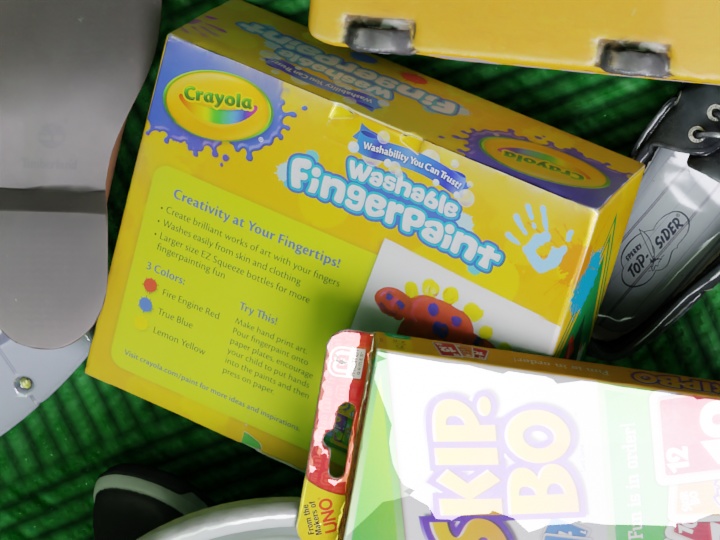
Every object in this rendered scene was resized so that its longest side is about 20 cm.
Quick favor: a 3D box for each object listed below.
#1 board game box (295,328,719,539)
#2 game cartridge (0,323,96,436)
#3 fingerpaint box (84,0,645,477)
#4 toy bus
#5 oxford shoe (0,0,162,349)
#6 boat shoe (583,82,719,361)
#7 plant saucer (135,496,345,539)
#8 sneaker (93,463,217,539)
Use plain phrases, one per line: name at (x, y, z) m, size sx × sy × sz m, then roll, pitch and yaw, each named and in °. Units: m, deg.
board game box at (0.078, 0.084, 1.163) m, size 0.199 × 0.030 × 0.096 m, roll 9°, pitch 106°, yaw -3°
game cartridge at (-0.223, 0.033, 1.305) m, size 0.199 × 0.041 × 0.133 m, roll -27°, pitch 105°, yaw 16°
fingerpaint box at (0.000, 0.000, 1.222) m, size 0.199 × 0.073 × 0.168 m, roll 22°, pitch 115°, yaw 15°
toy bus at (0.083, -0.114, 1.170) m, size 0.199 × 0.078 × 0.065 m, roll 7°, pitch 94°, yaw 17°
oxford shoe at (-0.131, -0.070, 1.230) m, size 0.071 × 0.071 × 0.201 m, roll 10°, pitch 92°, yaw -11°
boat shoe at (0.150, -0.039, 1.218) m, size 0.074 × 0.066 × 0.199 m, roll 38°, pitch 112°, yaw -13°
plant saucer at (-0.046, 0.156, 1.256) m, size 0.199 × 0.050 × 0.201 m, roll -7°, pitch 135°, yaw -7°
sneaker at (-0.088, 0.188, 1.322) m, size 0.071 × 0.083 × 0.201 m, roll 0°, pitch 116°, yaw 32°
